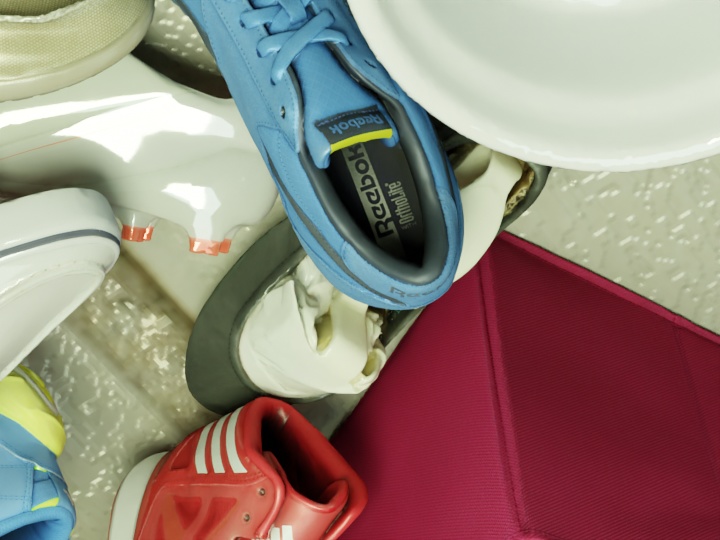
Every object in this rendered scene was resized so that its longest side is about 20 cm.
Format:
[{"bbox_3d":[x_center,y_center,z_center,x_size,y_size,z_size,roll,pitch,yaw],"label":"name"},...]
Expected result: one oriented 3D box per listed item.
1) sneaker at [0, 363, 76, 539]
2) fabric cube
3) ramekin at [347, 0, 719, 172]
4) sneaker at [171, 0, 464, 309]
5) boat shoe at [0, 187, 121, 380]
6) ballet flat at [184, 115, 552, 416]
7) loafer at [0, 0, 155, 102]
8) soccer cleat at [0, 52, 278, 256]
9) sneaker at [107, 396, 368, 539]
[{"bbox_3d":[-0.187,0.119,0.947,0.200,0.105,0.076,-41,136,4],"label":"sneaker"},{"bbox_3d":[0.085,0.139,1.000,0.200,0.199,0.196,24,119,-18],"label":"fabric cube"},{"bbox_3d":[0.088,-0.143,0.876,0.200,0.098,0.201,-2,124,-2],"label":"ramekin"},{"bbox_3d":[-0.019,-0.079,0.889,0.066,0.078,0.200,-28,95,-7],"label":"sneaker"},{"bbox_3d":[-0.162,0.047,0.901,0.200,0.066,0.072,-32,156,4],"label":"boat shoe"},{"bbox_3d":[0.000,0.000,0.981,0.068,0.068,0.200,32,116,-23],"label":"ballet flat"},{"bbox_3d":[-0.171,-0.108,0.897,0.200,0.076,0.068,4,129,-5],"label":"loafer"},{"bbox_3d":[-0.126,-0.058,0.945,0.200,0.069,0.078,10,92,-2],"label":"soccer cleat"},{"bbox_3d":[-0.054,0.134,0.956,0.078,0.200,0.116,16,143,-25],"label":"sneaker"}]
